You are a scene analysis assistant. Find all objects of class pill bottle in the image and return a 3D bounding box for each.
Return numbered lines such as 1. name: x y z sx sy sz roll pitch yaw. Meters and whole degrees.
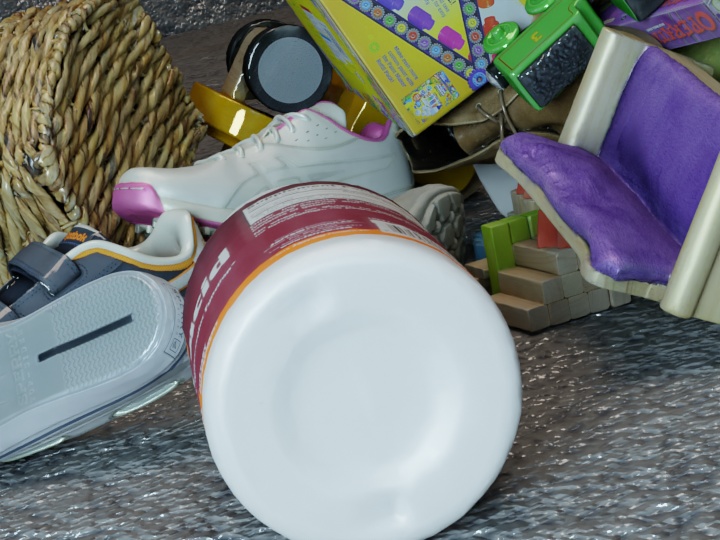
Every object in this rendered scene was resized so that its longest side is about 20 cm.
1. pill bottle: -0.012 0.027 0.731 0.113 0.115 0.200 -12 12 -6

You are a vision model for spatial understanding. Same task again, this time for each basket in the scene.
1. basket: -0.200 -0.068 1.096 0.148 0.143 0.201 -13 35 22

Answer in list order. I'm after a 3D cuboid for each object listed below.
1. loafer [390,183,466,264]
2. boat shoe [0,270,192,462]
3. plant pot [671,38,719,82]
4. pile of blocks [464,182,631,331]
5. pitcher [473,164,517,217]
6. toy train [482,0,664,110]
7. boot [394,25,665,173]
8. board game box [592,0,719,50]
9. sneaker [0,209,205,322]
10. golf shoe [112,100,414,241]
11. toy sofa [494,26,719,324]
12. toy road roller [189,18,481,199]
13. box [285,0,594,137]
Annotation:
1. loafer: 0.000 0.000 0.944 0.069 0.070 0.200 4 18 23
2. boat shoe: -0.157 0.060 0.848 0.199 0.074 0.067 -15 -24 20
3. plant pot: 0.268 -0.118 1.019 0.184 0.201 0.200 -16 6 40
4. pile of blocks: 0.088 -0.023 0.988 0.082 0.063 0.200 -10 12 2
5. pitcher: 0.185 -0.117 1.157 0.199 0.122 0.171 -24 -2 -29
6. toy train: 0.145 -0.162 0.964 0.200 0.042 0.056 -43 32 3
7. boot: 0.096 -0.084 1.031 0.075 0.074 0.200 -31 13 -32
8. board game box: 0.172 -0.166 1.024 0.120 0.032 0.200 -47 16 -17
9. sneaker: -0.165 0.024 0.961 0.199 0.080 0.078 -20 19 -31
10. golf shoe: -0.053 -0.054 1.071 0.199 0.092 0.075 4 -4 -37
11. toy sofa: 0.139 -0.050 0.865 0.097 0.083 0.200 16 17 -15
12. toy road roller: -0.027 -0.075 1.262 0.199 0.147 0.123 25 4 -15
13. box: 0.053 -0.195 1.083 0.192 0.122 0.200 -37 17 -1
